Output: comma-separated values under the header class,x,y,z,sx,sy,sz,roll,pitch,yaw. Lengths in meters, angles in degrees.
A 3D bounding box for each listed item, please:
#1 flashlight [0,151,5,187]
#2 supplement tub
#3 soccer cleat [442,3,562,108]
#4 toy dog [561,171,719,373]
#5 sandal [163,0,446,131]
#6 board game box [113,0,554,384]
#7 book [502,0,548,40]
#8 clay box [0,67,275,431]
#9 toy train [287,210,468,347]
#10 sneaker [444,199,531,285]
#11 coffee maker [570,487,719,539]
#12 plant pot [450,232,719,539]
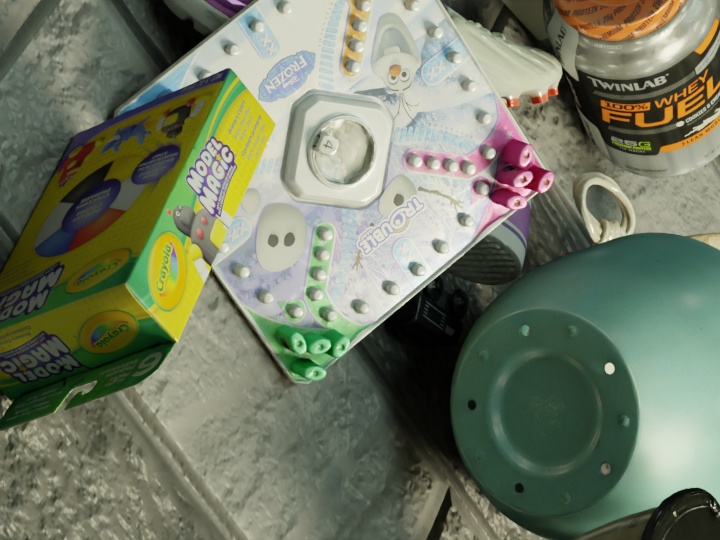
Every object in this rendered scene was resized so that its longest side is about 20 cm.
class,x,y,z,sx,sy,sz,roll,pitch,yaw
flashlight,-0.201,-0.113,1.325,0.068,0.068,0.201,78,15,-53
supplement tub,0.196,-0.159,1.823,0.200,0.122,0.123,57,29,-59
soccer cleat,0.070,-0.139,1.729,0.200,0.069,0.078,-14,92,-54
toy dog,0.184,0.024,1.819,0.199,0.096,0.132,22,64,-34
sandal,-0.022,-0.138,1.535,0.202,0.050,0.083,22,34,-17
board game box,-0.010,-0.068,1.502,0.200,0.026,0.200,-39,112,-13
book,0.115,-0.284,1.896,0.134,0.048,0.201,41,47,-36
clay box,-0.125,-0.011,1.336,0.048,0.115,0.200,52,37,-25
toy train,0.000,0.000,1.592,0.200,0.034,0.046,34,60,-44
sneaker,0.025,-0.083,1.611,0.200,0.073,0.115,33,53,-30
coffee maker,0.131,0.242,1.506,0.134,0.199,0.193,7,66,-51
plant pot,0.147,0.080,1.603,0.161,0.200,0.201,-6,79,-59
